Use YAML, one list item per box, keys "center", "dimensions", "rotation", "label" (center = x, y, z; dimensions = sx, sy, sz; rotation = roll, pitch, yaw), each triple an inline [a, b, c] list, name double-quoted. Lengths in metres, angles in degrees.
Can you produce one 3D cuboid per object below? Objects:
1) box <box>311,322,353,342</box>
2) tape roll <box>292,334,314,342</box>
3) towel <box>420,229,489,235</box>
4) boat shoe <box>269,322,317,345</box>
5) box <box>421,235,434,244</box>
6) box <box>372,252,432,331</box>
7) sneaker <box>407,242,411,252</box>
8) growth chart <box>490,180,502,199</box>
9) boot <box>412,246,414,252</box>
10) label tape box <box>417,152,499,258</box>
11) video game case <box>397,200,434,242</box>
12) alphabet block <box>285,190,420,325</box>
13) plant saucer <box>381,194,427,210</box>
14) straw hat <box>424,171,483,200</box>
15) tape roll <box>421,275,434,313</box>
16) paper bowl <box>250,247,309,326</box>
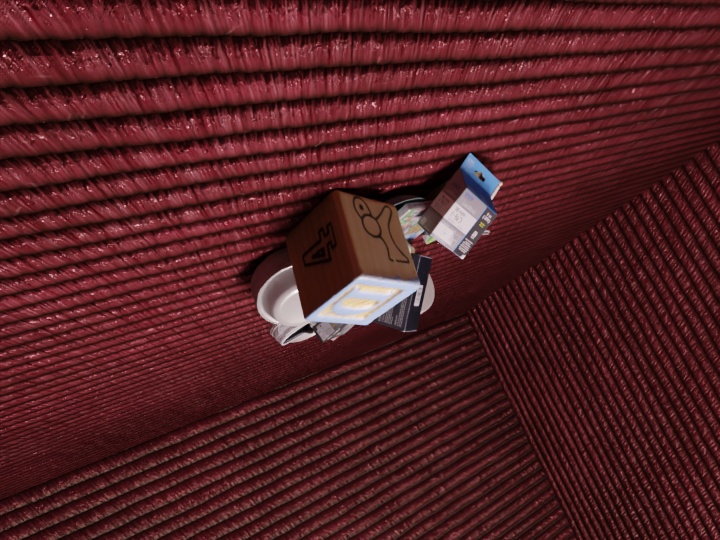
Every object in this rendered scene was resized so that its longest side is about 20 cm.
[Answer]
- center: [-0.012, 0.090, 1.490]
  dimensions: [0.199, 0.049, 0.158]
  rotation: [-42, 169, 15]
  label: "box"
- center: [-0.151, 0.120, 1.694]
  dimensions: [0.199, 0.037, 0.204]
  rotation: [-23, -153, 13]
  label: "tape roll"
- center: [0.233, -0.101, 1.580]
  dimensions: [0.141, 0.023, 0.200]
  rotation: [-4, -172, -16]
  label: "towel"
- center: [-0.135, 0.132, 1.522]
  dimensions: [0.197, 0.069, 0.073]
  rotation: [-18, 147, -40]
  label: "boat shoe"
- center: [0.275, -0.151, 1.749]
  dimensions: [0.196, 0.037, 0.145]
  rotation: [-25, 166, -2]
  label: "box"
- center: [0.076, 0.042, 1.602]
  dimensions: [0.179, 0.205, 0.104]
  rotation: [14, -177, 25]
  label: "box"
- center: [0.020, -0.037, 1.426]
  dimensions: [0.197, 0.068, 0.090]
  rotation: [-24, 153, 10]
  label: "sneaker"
- center: [0.320, -0.173, 1.571]
  dimensions: [0.146, 0.018, 0.200]
  rotation: [-59, 178, 7]
  label: "growth chart"
- center: [0.114, 0.008, 1.775]
  dimensions: [0.198, 0.157, 0.072]
  rotation: [-10, 160, -47]
  label: "boot"
- center: [0.247, -0.147, 1.402]
  dimensions: [0.143, 0.063, 0.201]
  rotation: [28, 103, -41]
  label: "label tape box"
- center: [0.115, -0.110, 1.475]
  dimensions: [0.180, 0.022, 0.200]
  rotation: [-13, 160, -43]
  label: "video game case"
- center: [-0.019, -0.020, 1.275]
  dimensions: [0.193, 0.204, 0.195]
  rotation: [10, 145, -43]
  label: "alphabet block"
- center: [0.066, -0.132, 1.436]
  dimensions: [0.198, 0.039, 0.201]
  rotation: [-25, 165, -7]
  label: "plant saucer"
- center: [0.251, -0.166, 1.548]
  dimensions: [0.198, 0.086, 0.201]
  rotation: [-25, 165, -7]
  label: "straw hat"
- center: [0.143, 0.044, 1.862]
  dimensions: [0.200, 0.206, 0.037]
  rotation: [-13, 163, -41]
  label: "tape roll"
- center: [-0.152, 0.050, 1.409]
  dimensions: [0.197, 0.105, 0.203]
  rotation: [-17, 137, -16]
  label: "paper bowl"
